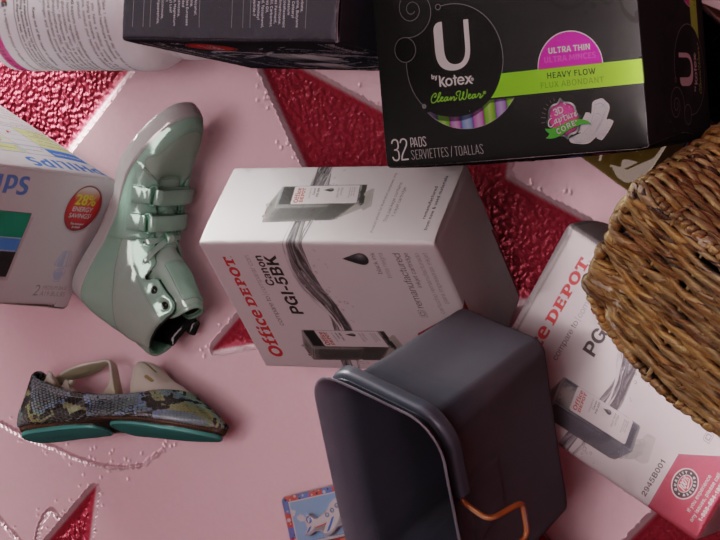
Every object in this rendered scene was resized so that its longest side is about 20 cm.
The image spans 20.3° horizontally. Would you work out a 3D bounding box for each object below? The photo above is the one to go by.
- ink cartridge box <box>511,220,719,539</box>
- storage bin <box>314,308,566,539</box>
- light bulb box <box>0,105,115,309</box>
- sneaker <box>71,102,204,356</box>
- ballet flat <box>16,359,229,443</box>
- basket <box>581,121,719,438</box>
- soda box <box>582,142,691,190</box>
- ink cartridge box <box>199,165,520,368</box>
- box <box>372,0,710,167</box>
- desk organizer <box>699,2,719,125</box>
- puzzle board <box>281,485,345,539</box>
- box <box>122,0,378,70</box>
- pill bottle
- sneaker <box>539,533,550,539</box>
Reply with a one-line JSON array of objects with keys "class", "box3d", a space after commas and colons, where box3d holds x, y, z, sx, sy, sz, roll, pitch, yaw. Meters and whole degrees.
[{"class": "ink cartridge box", "box3d": [0.207, 0.076, 1.449, 0.199, 0.085, 0.147, 35, 105, 24]}, {"class": "storage bin", "box3d": [0.074, 0.133, 1.402, 0.145, 0.134, 0.201, 22, 137, 40]}, {"class": "light bulb box", "box3d": [-0.346, -0.069, 1.644, 0.199, 0.197, 0.126, 32, 106, 32]}, {"class": "sneaker", "box3d": [-0.149, -0.029, 1.628, 0.118, 0.073, 0.202, 40, 117, 27]}, {"class": "ballet flat", "box3d": [-0.197, 0.106, 1.663, 0.198, 0.074, 0.075, -1, 90, 23]}, {"class": "basket", "box3d": [0.269, 0.016, 1.341, 0.200, 0.149, 0.143, 41, 139, 20]}, {"class": "soda box", "box3d": [0.152, -0.138, 1.483, 0.200, 0.064, 0.068, 39, 108, 21]}, {"class": "ink cartridge box", "box3d": [0.000, 0.000, 1.508, 0.198, 0.147, 0.083, 0, 47, 28]}, {"class": "box", "box3d": [0.125, -0.152, 1.388, 0.198, 0.124, 0.150, -3, 94, 31]}, {"class": "desk organizer", "box3d": [0.297, -0.097, 1.404, 0.200, 0.077, 0.072, 45, 109, 19]}, {"class": "puzzle board", "box3d": [0.038, 0.232, 1.573, 0.198, 0.017, 0.152, -15, 84, 26]}, {"class": "box", "box3d": [-0.049, -0.210, 1.507, 0.180, 0.200, 0.105, 3, 91, 27]}, {"class": "pill bottle", "box3d": [-0.200, -0.218, 1.630, 0.198, 0.113, 0.115, 3, 92, 27]}, {"class": "sneaker", "box3d": [0.182, 0.246, 1.478, 0.085, 0.077, 0.200, -43, 83, 15]}]
